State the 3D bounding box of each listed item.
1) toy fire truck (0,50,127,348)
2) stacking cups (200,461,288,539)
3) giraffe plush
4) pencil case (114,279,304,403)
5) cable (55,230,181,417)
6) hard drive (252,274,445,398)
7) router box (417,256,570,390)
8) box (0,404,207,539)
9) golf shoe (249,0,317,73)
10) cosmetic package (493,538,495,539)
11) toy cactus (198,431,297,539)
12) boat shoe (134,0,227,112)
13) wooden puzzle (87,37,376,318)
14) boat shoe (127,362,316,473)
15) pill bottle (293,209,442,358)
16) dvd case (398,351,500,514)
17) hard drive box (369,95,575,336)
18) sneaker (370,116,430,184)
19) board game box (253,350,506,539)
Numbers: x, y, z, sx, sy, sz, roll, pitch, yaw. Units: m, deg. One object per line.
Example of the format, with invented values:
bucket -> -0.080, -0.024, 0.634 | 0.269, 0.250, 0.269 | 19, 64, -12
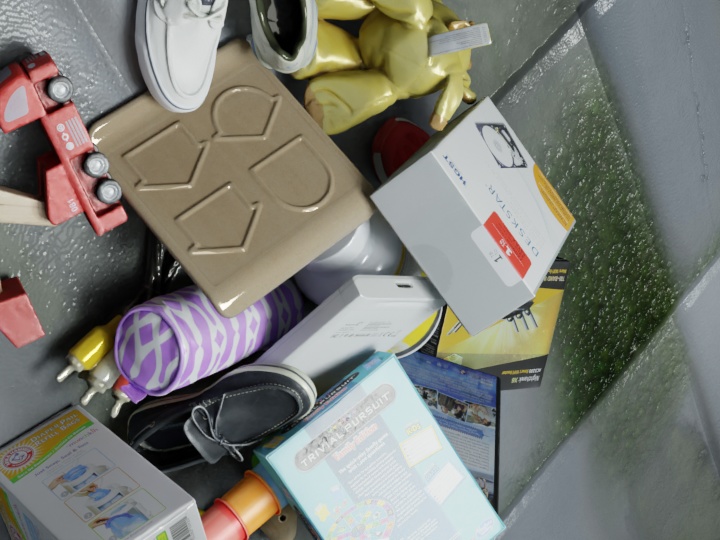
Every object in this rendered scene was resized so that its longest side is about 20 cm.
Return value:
toy fire truck -> -0.265, -0.056, 1.010 | 0.140, 0.049, 0.202 | -28, 116, -13
stacking cups -> -0.077, 0.189, 1.179 | 0.199, 0.060, 0.061 | -36, 128, -28
giraffe plush -> 0.042, -0.214, 1.186 | 0.162, 0.197, 0.175 | -27, 123, -69
pencil case -> -0.132, 0.053, 1.138 | 0.199, 0.084, 0.086 | -15, 141, -57
cable -> -0.186, 0.036, 1.129 | 0.097, 0.050, 0.201 | 42, 77, -40
hard drive -> -0.023, 0.069, 1.163 | 0.131, 0.027, 0.200 | 1, 145, -48
router box -> 0.144, 0.056, 1.447 | 0.198, 0.052, 0.159 | 0, 107, -43
box -> -0.219, 0.216, 1.066 | 0.101, 0.199, 0.114 | -31, 128, -29
golf shoe -> -0.068, -0.267, 1.063 | 0.077, 0.097, 0.203 | -12, 104, -4
cosmetic package -> 0.034, 0.248, 1.316 | 0.103, 0.199, 0.074 | 9, 104, -45
toy cactus -> -0.099, 0.224, 1.278 | 0.200, 0.102, 0.166 | -44, 150, -24
boat shoe -> -0.141, -0.230, 1.040 | 0.073, 0.065, 0.203 | -9, 106, -35
wooden puzzle -> -0.111, -0.080, 1.101 | 0.185, 0.201, 0.046 | -36, 173, -26
boat shoe -> -0.127, 0.137, 1.131 | 0.075, 0.198, 0.063 | 59, 26, -29
pill bottle -> 0.000, 0.000, 1.222 | 0.113, 0.111, 0.200 | -55, 147, -10
dvd case -> 0.075, 0.165, 1.293 | 0.141, 0.201, 0.018 | 18, 131, -8
hard drive box -> 0.110, -0.055, 1.173 | 0.157, 0.076, 0.200 | 53, 29, -6
sneaker -> 0.099, -0.080, 1.304 | 0.200, 0.115, 0.079 | 41, 77, -46
board game box -> 0.019, 0.200, 1.162 | 0.150, 0.047, 0.201 | -36, 101, -16
